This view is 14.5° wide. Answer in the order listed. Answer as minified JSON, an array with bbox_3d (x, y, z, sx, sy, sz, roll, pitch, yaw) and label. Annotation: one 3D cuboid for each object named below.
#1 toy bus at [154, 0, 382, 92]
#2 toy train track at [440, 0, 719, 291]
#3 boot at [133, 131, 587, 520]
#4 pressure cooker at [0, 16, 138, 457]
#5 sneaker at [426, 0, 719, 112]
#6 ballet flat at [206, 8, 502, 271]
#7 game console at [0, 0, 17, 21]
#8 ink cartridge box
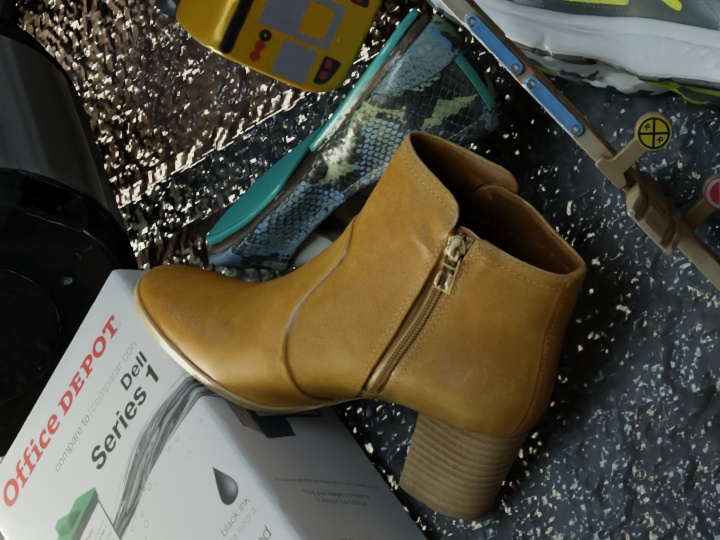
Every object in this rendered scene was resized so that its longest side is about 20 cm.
[{"bbox_3d":[-0.050,-0.142,1.269,0.065,0.078,0.200,-66,17,12],"label":"toy bus"},{"bbox_3d":[0.092,-0.065,1.091,0.033,0.115,0.200,-44,95,11],"label":"toy train track"},{"bbox_3d":[0.000,0.000,1.184,0.201,0.071,0.144,31,123,23],"label":"boot"},{"bbox_3d":[-0.203,-0.027,1.347,0.176,0.178,0.200,-62,33,32],"label":"pressure cooker"},{"bbox_3d":[0.114,-0.116,1.145,0.200,0.074,0.085,18,87,37],"label":"sneaker"},{"bbox_3d":[-0.002,-0.037,1.232,0.200,0.074,0.074,-43,51,54],"label":"ballet flat"},{"bbox_3d":[-0.186,-0.212,1.415,0.200,0.031,0.177,136,135,-75],"label":"game console"},{"bbox_3d":[-0.070,0.116,1.255,0.200,0.084,0.146,51,120,38],"label":"ink cartridge box"}]
